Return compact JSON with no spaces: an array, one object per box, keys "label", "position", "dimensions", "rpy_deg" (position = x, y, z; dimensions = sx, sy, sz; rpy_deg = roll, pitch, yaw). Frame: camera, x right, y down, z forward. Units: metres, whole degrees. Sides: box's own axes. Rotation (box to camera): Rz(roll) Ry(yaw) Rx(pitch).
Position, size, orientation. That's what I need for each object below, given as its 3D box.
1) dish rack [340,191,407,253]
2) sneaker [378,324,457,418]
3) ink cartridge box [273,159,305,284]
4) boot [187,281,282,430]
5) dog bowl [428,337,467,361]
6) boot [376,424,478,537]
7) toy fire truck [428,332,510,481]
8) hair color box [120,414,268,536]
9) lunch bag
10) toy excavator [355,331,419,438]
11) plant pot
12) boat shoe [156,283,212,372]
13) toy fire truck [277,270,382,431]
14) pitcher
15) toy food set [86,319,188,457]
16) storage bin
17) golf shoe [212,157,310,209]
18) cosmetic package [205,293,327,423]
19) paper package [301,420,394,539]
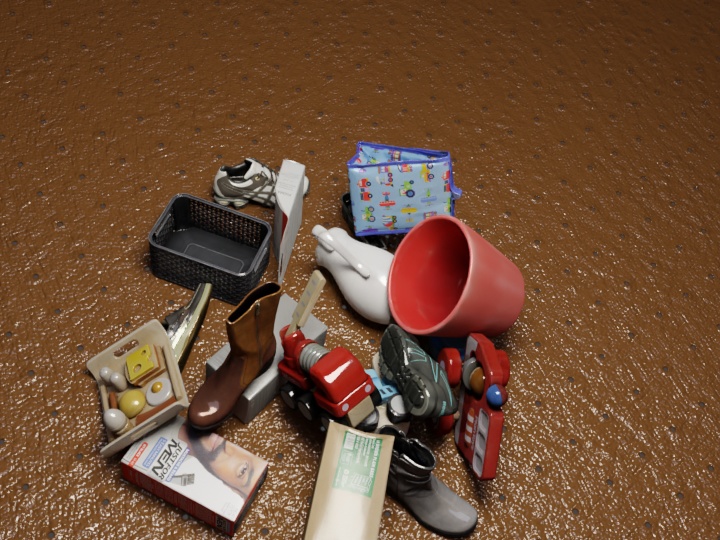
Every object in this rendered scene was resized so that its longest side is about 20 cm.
[{"label":"dish rack","position":[0.071,-0.105,1.664],"dimensions":[0.198,0.055,0.154],"rpy_deg":[-18,59,-23]},{"label":"sneaker","position":[0.090,0.166,1.351],"dimensions":[0.078,0.076,0.201],"rpy_deg":[13,32,-31]},{"label":"ink cartridge box","position":[-0.146,-0.075,1.533],"dimensions":[0.056,0.163,0.202],"rpy_deg":[15,52,4]},{"label":"boot","position":[-0.186,0.131,1.242],"dimensions":[0.068,0.201,0.188],"rpy_deg":[42,59,18]},{"label":"dog bowl","position":[0.174,0.092,1.535],"dimensions":[0.110,0.050,0.202],"rpy_deg":[5,53,-6]},{"label":"boot","position":[0.101,0.328,1.290],"dimensions":[0.198,0.132,0.070],"rpy_deg":[26,52,10]},{"label":"toy fire truck","position":[0.193,0.213,1.345],"dimensions":[0.111,0.203,0.168],"rpy_deg":[4,13,-15]},{"label":"hair color box","position":[-0.254,0.307,1.288],"dimensions":[0.198,0.064,0.111],"rpy_deg":[25,52,8]},{"label":"lunch bag","position":[0.086,-0.145,1.524],"dimensions":[0.197,0.152,0.094],"rpy_deg":[4,37,15]},{"label":"toy excavator","position":[0.036,0.196,1.412],"dimensions":[0.192,0.101,0.201],"rpy_deg":[-10,47,-19]},{"label":"plant pot","position":[0.173,0.027,1.418],"dimensions":[0.176,0.200,0.202],"rpy_deg":[19,43,-38]},{"label":"boat shoe","position":[-0.310,0.098,1.430],"dimensions":[0.064,0.074,0.202],"rpy_deg":[19,52,-1]},{"label":"toy fire truck","position":[-0.059,0.124,1.287],"dimensions":[0.128,0.202,0.175],"rpy_deg":[-35,34,-25]},{"label":"pitcher","position":[0.000,0.000,1.501],"dimensions":[0.199,0.172,0.122],"rpy_deg":[40,89,21]},{"label":"toy food set","position":[-0.358,0.179,1.309],"dimensions":[0.143,0.061,0.201],"rpy_deg":[-32,44,2]},{"label":"storage bin","position":[-0.274,-0.039,1.528],"dimensions":[0.198,0.094,0.136],"rpy_deg":[19,52,5]},{"label":"golf shoe","position":[-0.191,-0.175,1.646],"dimensions":[0.197,0.095,0.078],"rpy_deg":[-9,53,-18]},{"label":"cosmetic package","position":[-0.158,0.145,1.415],"dimensions":[0.106,0.091,0.200],"rpy_deg":[38,53,18]},{"label":"paper package","position":[-0.026,0.355,1.210],"dimensions":[0.102,0.192,0.202],"rpy_deg":[14,51,0]}]
